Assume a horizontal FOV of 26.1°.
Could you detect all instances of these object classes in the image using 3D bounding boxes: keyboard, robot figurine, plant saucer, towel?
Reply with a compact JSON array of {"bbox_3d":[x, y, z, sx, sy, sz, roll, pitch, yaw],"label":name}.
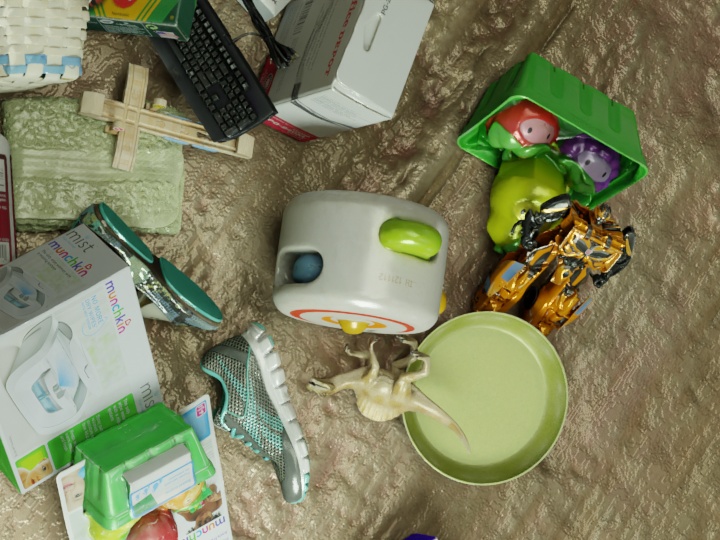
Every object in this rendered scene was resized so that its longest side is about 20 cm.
[{"bbox_3d":[-0.148,-0.241,1.662,0.127,0.021,0.200,-31,74,-4],"label":"keyboard"},{"bbox_3d":[0.225,0.000,1.788,0.145,0.200,0.058,24,37,-21],"label":"robot figurine"},{"bbox_3d":[0.141,0.146,1.795,0.199,0.031,0.201,0,92,-12],"label":"plant saucer"},{"bbox_3d":[-0.280,-0.112,1.640,0.199,0.036,0.149,1,84,-25],"label":"towel"}]

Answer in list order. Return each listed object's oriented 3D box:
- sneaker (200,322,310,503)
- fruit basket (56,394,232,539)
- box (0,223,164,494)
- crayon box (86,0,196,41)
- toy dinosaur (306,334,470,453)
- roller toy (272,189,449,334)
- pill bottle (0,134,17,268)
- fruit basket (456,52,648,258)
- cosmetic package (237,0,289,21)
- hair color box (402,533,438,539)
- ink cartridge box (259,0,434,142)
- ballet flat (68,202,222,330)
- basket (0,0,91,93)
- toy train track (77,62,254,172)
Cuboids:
[{"bbox_3d":[-0.115,0.162,1.682,0.091,0.078,0.201,-19,90,-10],"label":"sneaker"},{"bbox_3d":[-0.212,0.246,1.583,0.185,0.094,0.201,-26,122,-31],"label":"fruit basket"},{"bbox_3d":[-0.303,0.086,1.526,0.176,0.097,0.200,-30,136,-25],"label":"box"},{"bbox_3d":[-0.228,-0.351,1.647,0.127,0.051,0.201,7,79,11],"label":"crayon box"},{"bbox_3d":[0.042,0.129,1.744,0.199,0.058,0.101,18,108,-5],"label":"toy dinosaur"},{"bbox_3d":[0.000,0.000,1.682,0.182,0.200,0.140,6,80,9],"label":"roller toy"},{"bbox_3d":[-0.400,-0.074,1.537,0.113,0.113,0.201,-2,85,-25],"label":"pill bottle"},{"bbox_3d":[0.217,-0.121,1.824,0.215,0.155,0.216,14,62,-27],"label":"fruit basket"},{"bbox_3d":[-0.094,-0.400,1.748,0.151,0.052,0.200,46,68,-17],"label":"cosmetic package"},{"bbox_3d":[0.070,0.410,1.740,0.109,0.065,0.201,-27,98,-25],"label":"hair color box"},{"bbox_3d":[-0.023,-0.229,1.677,0.083,0.200,0.146,27,74,-27],"label":"ink cartridge box"},{"bbox_3d":[-0.232,0.009,1.636,0.200,0.074,0.074,46,68,-27],"label":"ballet flat"},{"bbox_3d":[-0.354,-0.280,1.552,0.139,0.176,0.201,-12,97,-42],"label":"basket"},{"bbox_3d":[-0.200,-0.155,1.648,0.199,0.033,0.115,13,77,-29],"label":"toy train track"}]
